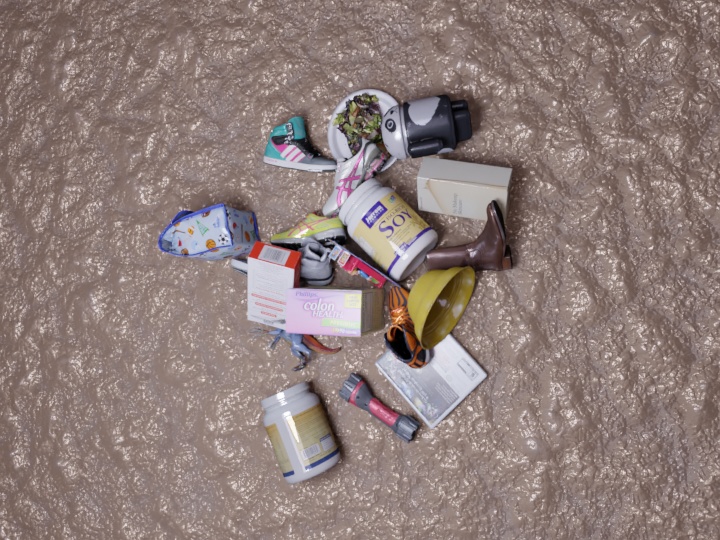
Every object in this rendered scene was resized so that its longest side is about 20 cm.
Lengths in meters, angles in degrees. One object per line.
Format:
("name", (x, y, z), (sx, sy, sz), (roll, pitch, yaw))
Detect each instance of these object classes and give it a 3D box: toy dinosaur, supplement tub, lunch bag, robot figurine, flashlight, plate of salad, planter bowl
("toy dinosaur", (-0.175, 0.152, 1.572), (0.196, 0.105, 0.185), (-16, 73, -18))
("supplement tub", (0.061, -0.093, 1.441), (0.200, 0.145, 0.146), (45, 102, 12))
("lunch bag", (-0.369, -0.084, 1.564), (0.196, 0.170, 0.127), (-16, 82, 17))
("robot figurine", (0.144, -0.317, 1.417), (0.195, 0.150, 0.128), (-9, 94, 9))
("flashlight", (0.045, 0.317, 1.486), (0.198, 0.068, 0.069), (32, 104, 16))
("supplement tub", (-0.143, 0.376, 1.505), (0.142, 0.144, 0.203), (-25, 83, 16))
("plate of salad", (0.011, -0.326, 1.509), (0.196, 0.048, 0.205), (0, 90, 18))
("planter bowl", (0.159, 0.062, 1.390), (0.083, 0.199, 0.203), (32, 99, 28))

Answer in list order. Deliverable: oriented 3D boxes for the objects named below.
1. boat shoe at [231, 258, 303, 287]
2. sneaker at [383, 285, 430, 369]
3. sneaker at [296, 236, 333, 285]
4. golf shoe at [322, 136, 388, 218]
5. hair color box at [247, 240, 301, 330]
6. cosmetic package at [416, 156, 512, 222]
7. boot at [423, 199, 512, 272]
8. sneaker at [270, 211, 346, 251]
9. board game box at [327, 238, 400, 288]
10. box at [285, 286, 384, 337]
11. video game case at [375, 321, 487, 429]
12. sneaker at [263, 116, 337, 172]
("boat shoe", (-0.235, 0.023, 1.576), (0.196, 0.069, 0.058), (20, 96, 14))
("sneaker", (0.093, 0.115, 1.427), (0.077, 0.112, 0.203), (-30, 61, 21))
("sneaker", (-0.156, -0.025, 1.498), (0.195, 0.116, 0.076), (6, 55, -5))
("golf shoe", (-0.028, -0.211, 1.472), (0.092, 0.073, 0.201), (40, 99, -2))
("hair color box", (-0.199, 0.038, 1.470), (0.109, 0.064, 0.203), (14, 132, 5))
("cosmetic package", (0.227, -0.176, 1.403), (0.196, 0.105, 0.074), (9, 52, 17))
("boot", (0.220, -0.055, 1.397), (0.196, 0.065, 0.189), (-8, 126, 18))
("sneaker", (-0.124, -0.094, 1.544), (0.196, 0.078, 0.092), (-8, 68, 16))
("board game box", (0.000, 0.000, 1.452), (0.198, 0.158, 0.039), (34, 89, 14))
("box", (-0.051, 0.088, 1.448), (0.172, 0.200, 0.099), (2, 90, 16))
("video game case", (0.160, 0.226, 1.474), (0.182, 0.023, 0.200), (-46, 78, 12))
("sneaker", (-0.138, -0.304, 1.542), (0.196, 0.083, 0.123), (12, 103, 18))
